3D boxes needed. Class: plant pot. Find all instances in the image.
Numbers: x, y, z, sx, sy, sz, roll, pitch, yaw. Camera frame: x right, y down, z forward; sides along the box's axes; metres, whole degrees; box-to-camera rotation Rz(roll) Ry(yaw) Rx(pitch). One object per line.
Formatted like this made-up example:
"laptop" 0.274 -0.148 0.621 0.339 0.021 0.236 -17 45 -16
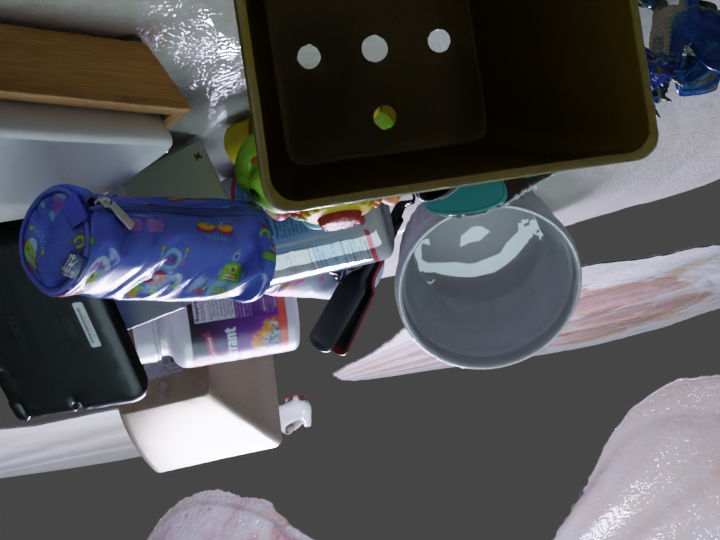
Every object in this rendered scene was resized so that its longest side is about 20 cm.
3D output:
"plant pot" -0.236 0.140 1.705 0.197 0.203 0.177 -13 155 12
"plant pot" 0.022 -0.138 0.679 0.197 0.204 0.176 -9 179 -11

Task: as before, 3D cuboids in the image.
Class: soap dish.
"soap dish" -0.238 -0.102 0.832 0.198 0.083 0.156 0 163 -41

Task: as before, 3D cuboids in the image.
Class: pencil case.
"pencil case" -0.055 -0.016 1.380 0.199 0.083 0.092 9 113 -56
"pencil case" -0.148 -0.019 0.910 0.198 0.079 0.087 3 143 -47

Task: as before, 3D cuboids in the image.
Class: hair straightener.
"hair straightener" 0.000 0.000 1.349 0.077 0.041 0.202 11 113 -57

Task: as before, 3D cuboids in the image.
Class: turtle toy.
"turtle toy" -0.036 -0.088 1.024 0.144 0.103 0.199 -17 166 26

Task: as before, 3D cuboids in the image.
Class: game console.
"game console" -0.275 0.012 1.013 0.173 0.117 0.202 -9 133 6

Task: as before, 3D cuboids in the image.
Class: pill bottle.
"pill bottle" -0.073 -0.044 1.175 0.197 0.111 0.109 -12 168 7
"pill bottle" -0.179 0.057 1.523 0.197 0.113 0.112 -9 168 -10

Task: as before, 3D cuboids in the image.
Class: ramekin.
"ramekin" 0.131 -0.006 1.344 0.197 0.203 0.106 -12 -151 3

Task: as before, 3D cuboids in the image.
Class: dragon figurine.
"dragon figurine" 0.263 -0.167 0.942 0.197 0.101 0.059 -3 166 -32

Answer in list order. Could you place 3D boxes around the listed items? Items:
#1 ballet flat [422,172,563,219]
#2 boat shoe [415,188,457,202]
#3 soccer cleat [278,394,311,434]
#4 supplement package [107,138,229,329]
"ballet flat" 0.149 -0.103 1.219 0.198 0.073 0.071 -18 166 30
"boat shoe" 0.136 -0.106 1.132 0.197 0.063 0.073 -14 131 24
"soccer cleat" -0.190 0.343 2.883 0.198 0.079 0.069 -21 164 40
"supplement package" -0.211 -0.014 1.084 0.198 0.118 0.117 -21 -171 36
